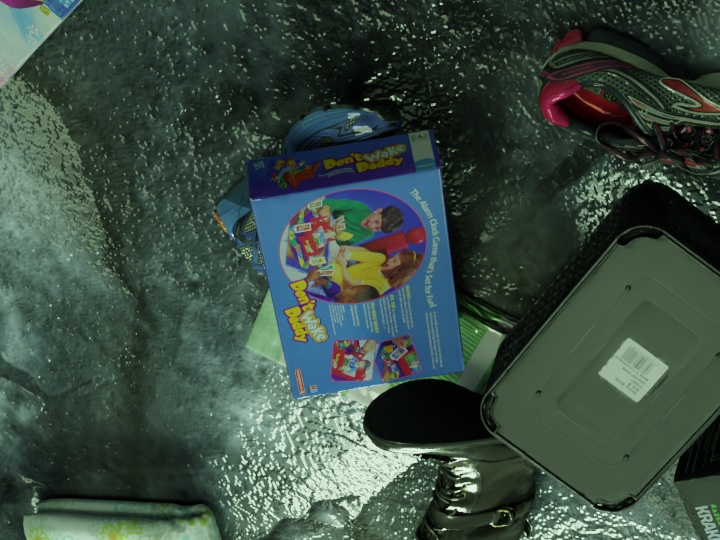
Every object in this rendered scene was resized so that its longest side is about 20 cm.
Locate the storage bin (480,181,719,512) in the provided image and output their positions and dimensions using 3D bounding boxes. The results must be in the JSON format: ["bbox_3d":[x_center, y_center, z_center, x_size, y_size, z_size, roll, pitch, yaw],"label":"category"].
[{"bbox_3d":[0.193,0.056,1.227,0.135,0.094,0.200,36,116,-3],"label":"storage bin"}]

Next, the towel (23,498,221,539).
[{"bbox_3d":[-0.209,0.294,1.611,0.199,0.048,0.172,-1,122,23],"label":"towel"}]

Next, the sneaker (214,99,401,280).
[{"bbox_3d":[-0.028,-0.061,1.267,0.200,0.075,0.079,-42,69,45],"label":"sneaker"}]

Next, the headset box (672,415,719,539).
[{"bbox_3d":[0.359,0.180,1.269,0.199,0.093,0.175,-13,117,28],"label":"headset box"}]

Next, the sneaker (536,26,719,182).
[{"bbox_3d":[0.213,-0.094,1.157,0.199,0.075,0.081,19,127,9],"label":"sneaker"}]

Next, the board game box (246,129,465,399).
[{"bbox_3d":[0.000,0.000,1.245,0.134,0.045,0.201,-9,132,0],"label":"board game box"}]

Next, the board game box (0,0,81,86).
[{"bbox_3d":[-0.299,-0.241,1.249,0.200,0.041,0.199,45,147,-11],"label":"board game box"}]

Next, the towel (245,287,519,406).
[{"bbox_3d":[0.015,0.054,1.372,0.199,0.023,0.153,26,129,4],"label":"towel"}]

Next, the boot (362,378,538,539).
[{"bbox_3d":[0.074,0.170,1.349,0.199,0.069,0.175,0,130,-27],"label":"boot"}]
